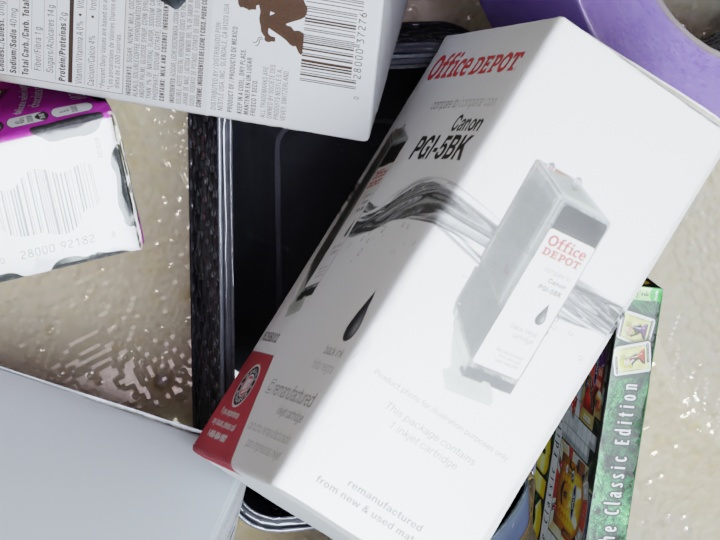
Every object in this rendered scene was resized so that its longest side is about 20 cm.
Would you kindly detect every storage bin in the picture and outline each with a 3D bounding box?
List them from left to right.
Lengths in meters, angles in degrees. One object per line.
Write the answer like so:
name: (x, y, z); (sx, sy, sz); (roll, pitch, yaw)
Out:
storage bin: (0.000, 0.000, 1.144); (0.135, 0.094, 0.201); (-3, 104, -11)

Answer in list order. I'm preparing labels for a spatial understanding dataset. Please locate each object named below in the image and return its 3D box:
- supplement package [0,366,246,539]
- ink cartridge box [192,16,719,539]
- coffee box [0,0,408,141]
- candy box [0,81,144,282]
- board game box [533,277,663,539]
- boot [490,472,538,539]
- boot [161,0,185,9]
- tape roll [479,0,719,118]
supplement package: (-0.164, 0.125, 1.063); (0.199, 0.156, 0.111); (17, 128, 5)
ink cartridge box: (0.034, 0.009, 1.012); (0.083, 0.147, 0.200); (33, 83, -14)
coffee box: (-0.082, -0.127, 1.051); (0.199, 0.113, 0.080); (10, 128, 5)
candy box: (-0.196, -0.029, 1.073); (0.199, 0.136, 0.061); (-15, 108, -8)
board game box: (0.096, 0.092, 1.179); (0.023, 0.105, 0.201); (5, 101, -9)
boot: (-0.004, 0.145, 1.081); (0.200, 0.075, 0.097); (-25, 131, -35)
boot: (-0.097, -0.208, 0.973); (0.066, 0.200, 0.165); (16, 104, -54)
tape roll: (0.147, -0.155, 1.116); (0.199, 0.085, 0.201); (-4, 100, -27)
